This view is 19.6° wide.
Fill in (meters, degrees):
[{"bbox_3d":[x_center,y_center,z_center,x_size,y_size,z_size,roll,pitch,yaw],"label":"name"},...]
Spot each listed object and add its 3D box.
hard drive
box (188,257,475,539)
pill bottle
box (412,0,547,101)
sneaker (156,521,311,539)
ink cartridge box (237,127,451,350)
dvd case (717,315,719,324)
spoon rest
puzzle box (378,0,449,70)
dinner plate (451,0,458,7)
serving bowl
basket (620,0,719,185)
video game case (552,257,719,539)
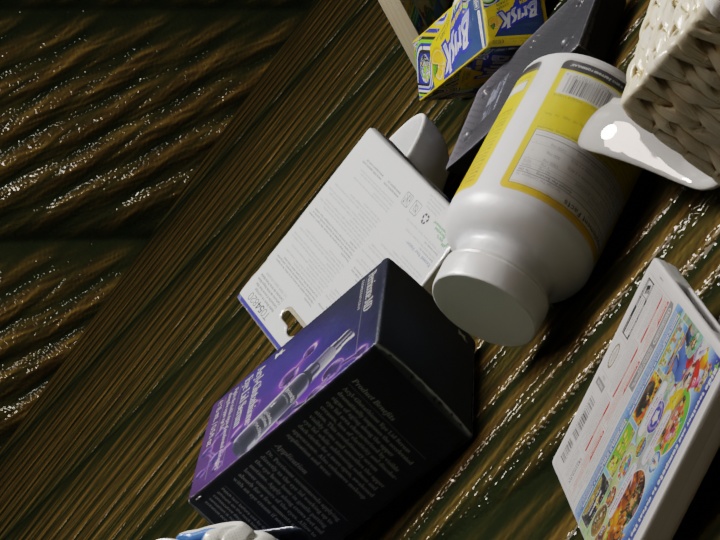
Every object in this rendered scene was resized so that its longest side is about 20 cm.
[{"bbox_3d":[0.159,-0.170,1.853,0.200,0.042,0.135,-43,17,43],"label":"hard drive"},{"bbox_3d":[-0.018,0.111,1.549,0.200,0.104,0.148,-41,16,19],"label":"box"},{"bbox_3d":[0.128,-0.049,1.479,0.201,0.112,0.112,-60,14,-28],"label":"pill bottle"},{"bbox_3d":[0.115,-0.220,2.015,0.200,0.070,0.065,147,116,-70],"label":"box"},{"bbox_3d":[-0.101,0.238,1.477,0.200,0.146,0.081,-38,19,51],"label":"sneaker"},{"bbox_3d":[0.000,0.000,1.813,0.200,0.041,0.200,-50,39,7],"label":"ink cartridge box"},{"bbox_3d":[0.261,-0.028,1.129,0.150,0.025,0.201,-36,21,55],"label":"dvd case"},{"bbox_3d":[0.211,-0.086,1.360,0.200,0.099,0.061,-166,69,-72],"label":"spoon rest"},{"bbox_3d":[0.058,-0.336,2.479,0.025,0.134,0.200,-22,25,20],"label":"puzzle box"},{"bbox_3d":[0.135,-0.277,2.161,0.200,0.024,0.201,-47,29,37],"label":"dinner plate"},{"bbox_3d":[0.024,-0.050,1.976,0.200,0.066,0.200,-52,11,14],"label":"serving bowl"},{"bbox_3d":[0.238,-0.144,1.158,0.123,0.135,0.201,-46,13,43],"label":"basket"},{"bbox_3d":[0.158,0.084,1.155,0.200,0.018,0.144,-102,36,-74],"label":"video game case"}]
